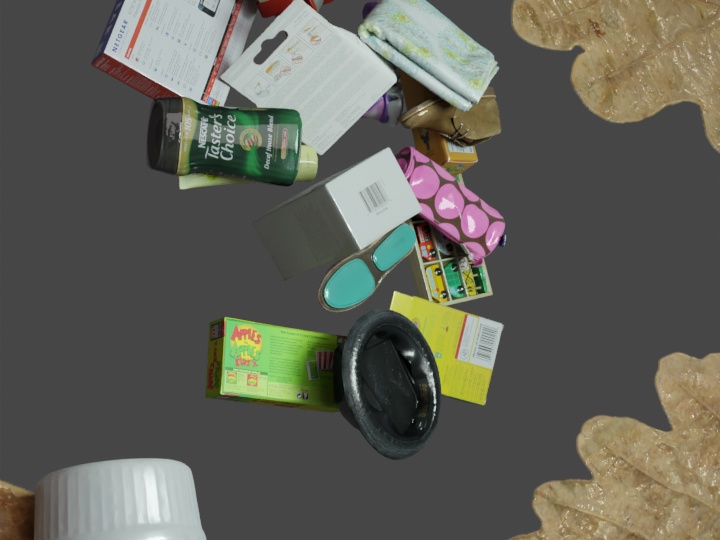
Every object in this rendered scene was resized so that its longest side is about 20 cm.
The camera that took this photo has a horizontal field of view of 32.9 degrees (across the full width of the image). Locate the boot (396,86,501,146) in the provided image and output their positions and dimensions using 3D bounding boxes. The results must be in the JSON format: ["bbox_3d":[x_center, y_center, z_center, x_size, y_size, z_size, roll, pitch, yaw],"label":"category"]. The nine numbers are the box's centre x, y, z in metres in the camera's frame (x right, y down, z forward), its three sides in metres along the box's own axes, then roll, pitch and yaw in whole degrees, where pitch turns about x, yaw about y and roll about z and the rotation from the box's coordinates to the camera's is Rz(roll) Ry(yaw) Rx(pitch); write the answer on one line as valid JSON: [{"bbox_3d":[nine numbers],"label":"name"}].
[{"bbox_3d":[0.137,-0.218,1.775,0.199,0.073,0.076,-14,85,-42],"label":"boot"}]

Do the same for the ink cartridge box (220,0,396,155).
[{"bbox_3d":[-0.072,-0.273,1.684,0.200,0.161,0.050,35,23,-32],"label":"ink cartridge box"}]

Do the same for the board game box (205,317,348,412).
[{"bbox_3d":[-0.108,0.130,1.642,0.199,0.048,0.102,11,72,-32],"label":"board game box"}]

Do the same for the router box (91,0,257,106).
[{"bbox_3d":[-0.247,-0.326,1.657,0.179,0.049,0.201,28,64,-26],"label":"router box"}]

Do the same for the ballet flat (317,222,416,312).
[{"bbox_3d":[0.000,0.000,1.734,0.200,0.067,0.068,-35,105,-34],"label":"ballet flat"}]

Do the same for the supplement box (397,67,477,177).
[{"bbox_3d":[0.115,-0.243,1.856,0.068,0.066,0.201,2,69,-36],"label":"supplement box"}]

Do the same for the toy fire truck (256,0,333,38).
[{"bbox_3d":[-0.064,-0.379,1.737,0.176,0.128,0.201,-69,141,-53],"label":"toy fire truck"}]

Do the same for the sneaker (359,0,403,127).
[{"bbox_3d":[0.011,-0.311,1.818,0.088,0.081,0.202,-1,72,-9],"label":"sneaker"}]

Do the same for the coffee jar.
[{"bbox_3d":[-0.180,-0.170,1.603,0.198,0.085,0.105,4,94,-16],"label":"coffee jar"}]

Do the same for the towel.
[{"bbox_3d":[0.102,-0.319,1.740,0.199,0.048,0.171,35,31,-3],"label":"towel"}]

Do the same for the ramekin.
[{"bbox_3d":[-0.280,0.281,1.403,0.199,0.200,0.098,4,69,-33],"label":"ramekin"}]

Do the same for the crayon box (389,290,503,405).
[{"bbox_3d":[0.104,0.112,1.773,0.199,0.051,0.128,19,82,-30],"label":"crayon box"}]

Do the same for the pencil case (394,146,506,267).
[{"bbox_3d":[0.121,-0.093,1.796,0.199,0.091,0.094,34,69,-20],"label":"pencil case"}]

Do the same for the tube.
[{"bbox_3d":[-0.157,-0.148,1.678,0.199,0.052,0.058,-1,40,-26],"label":"tube"}]

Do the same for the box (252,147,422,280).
[{"bbox_3d":[-0.034,-0.074,1.647,0.124,0.200,0.098,-33,98,-34],"label":"box"}]

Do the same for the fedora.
[{"bbox_3d":[0.020,0.155,1.639,0.200,0.091,0.202,13,72,-43],"label":"fedora"}]

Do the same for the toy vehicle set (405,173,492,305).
[{"bbox_3d":[0.123,-0.047,1.853,0.124,0.026,0.201,-12,85,-35],"label":"toy vehicle set"}]
